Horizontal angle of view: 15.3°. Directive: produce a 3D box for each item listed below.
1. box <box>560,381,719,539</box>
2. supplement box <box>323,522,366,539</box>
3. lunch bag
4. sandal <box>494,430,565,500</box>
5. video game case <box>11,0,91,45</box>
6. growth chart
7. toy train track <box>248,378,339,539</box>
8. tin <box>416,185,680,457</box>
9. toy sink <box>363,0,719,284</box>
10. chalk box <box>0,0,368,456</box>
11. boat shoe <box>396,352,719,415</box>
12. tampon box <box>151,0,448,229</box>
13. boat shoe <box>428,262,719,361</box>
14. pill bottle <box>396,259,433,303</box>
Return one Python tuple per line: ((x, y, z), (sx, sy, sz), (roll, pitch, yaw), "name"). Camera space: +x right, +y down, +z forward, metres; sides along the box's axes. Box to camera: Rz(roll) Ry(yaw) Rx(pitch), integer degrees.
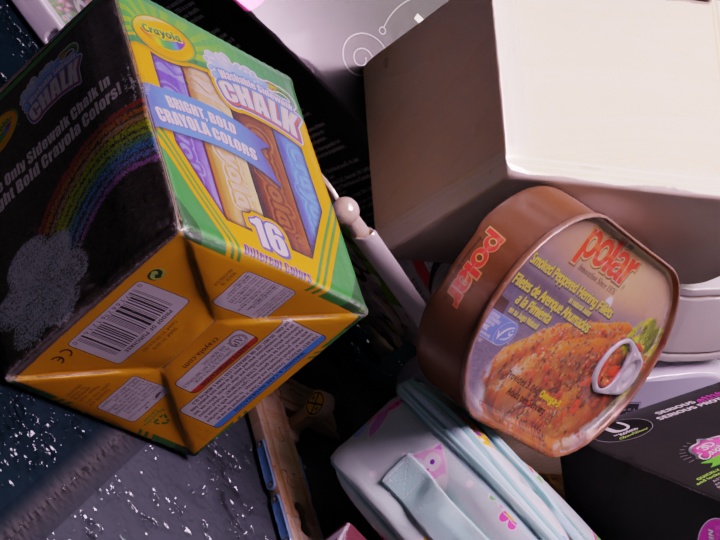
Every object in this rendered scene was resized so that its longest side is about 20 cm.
((0.209, 0.155, 1.343), (0.124, 0.149, 0.200), (-15, 18, -26), "box")
((0.034, 0.221, 1.201), (0.200, 0.061, 0.109), (47, 24, -10), "supplement box")
((0.080, 0.146, 1.277), (0.200, 0.077, 0.160), (45, -2, 32), "lunch bag")
((0.130, 0.144, 1.440), (0.200, 0.080, 0.054), (49, -20, -11), "sandal")
((-0.107, -0.099, 1.462), (0.200, 0.018, 0.143), (53, 24, 6), "video game case")
((0.000, 0.000, 1.366), (0.145, 0.018, 0.200), (52, -8, -15), "growth chart")
((-0.032, 0.083, 1.316), (0.114, 0.032, 0.201), (26, 35, -42), "toy train track")
((0.091, 0.024, 1.278), (0.042, 0.112, 0.200), (40, 4, 28), "tin")
((0.120, -0.070, 1.338), (0.199, 0.130, 0.113), (5, 71, -27), "toy sink")
((-0.101, -0.039, 1.262), (0.124, 0.125, 0.201), (26, 35, -41), "chalk box")
((0.111, 0.054, 1.486), (0.199, 0.070, 0.066), (-1, 37, -15), "boat shoe")
((-0.003, -0.127, 1.434), (0.200, 0.126, 0.150), (42, 62, -18), "tampon box")
((0.124, 0.004, 1.441), (0.199, 0.075, 0.062), (1, 38, -20), "boat shoe")
((0.115, -0.036, 1.526), (0.112, 0.200, 0.113), (38, 28, -24), "pill bottle")
